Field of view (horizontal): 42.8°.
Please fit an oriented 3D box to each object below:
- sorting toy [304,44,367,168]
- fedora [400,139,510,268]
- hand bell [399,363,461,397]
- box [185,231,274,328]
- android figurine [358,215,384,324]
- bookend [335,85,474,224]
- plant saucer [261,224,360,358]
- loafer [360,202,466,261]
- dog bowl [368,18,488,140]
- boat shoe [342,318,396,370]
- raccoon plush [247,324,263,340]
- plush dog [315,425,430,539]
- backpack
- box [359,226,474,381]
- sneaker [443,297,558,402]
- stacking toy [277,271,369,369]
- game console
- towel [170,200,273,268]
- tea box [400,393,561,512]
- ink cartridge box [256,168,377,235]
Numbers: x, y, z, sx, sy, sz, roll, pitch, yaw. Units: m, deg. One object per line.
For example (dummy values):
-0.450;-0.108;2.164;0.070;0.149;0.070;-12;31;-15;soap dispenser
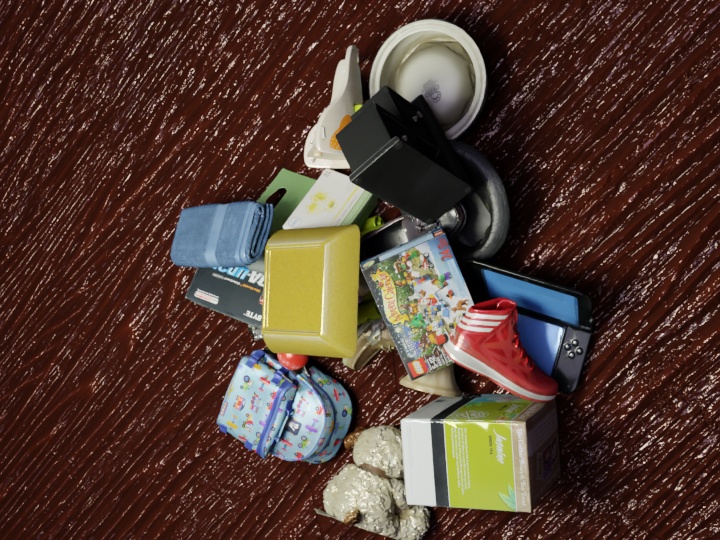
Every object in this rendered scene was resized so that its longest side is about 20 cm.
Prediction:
-0.027;-0.266;1.496;0.106;0.200;0.182;4;89;-9;sorting toy
0.158;-0.108;1.446;0.199;0.091;0.203;7;103;29;fedora
0.132;0.094;1.489;0.103;0.104;0.202;11;90;24;hand bell
-0.180;0.009;1.566;0.199;0.046;0.160;19;81;21;box
0.000;0.000;1.528;0.199;0.041;0.184;-19;60;33;android figurine
0.043;-0.194;1.329;0.092;0.198;0.201;-38;55;22;bookend
-0.089;0.031;1.425;0.199;0.048;0.202;-1;85;44;plant saucer
0.070;-0.052;1.417;0.199;0.063;0.072;-22;89;33;loafer
0.116;-0.294;1.468;0.198;0.074;0.202;2;94;25;dog bowl
0.046;0.099;1.531;0.066;0.074;0.200;45;111;21;boat shoe
-0.119;0.049;1.607;0.198;0.097;0.135;-7;83;16;raccoon plush
0.025;0.343;1.534;0.198;0.160;0.173;12;76;25;plush dog
-0.124;0.246;1.591;0.199;0.134;0.184;32;106;19;backpack
0.100;0.053;1.395;0.136;0.038;0.201;-24;109;2;box
0.233;0.115;1.374;0.199;0.078;0.116;24;104;-20;sneaker
-0.069;0.080;1.481;0.085;0.085;0.201;40;109;18;stacking toy
0.247;0.088;1.410;0.199;0.116;0.178;18;101;24;game console
-0.231;-0.057;1.528;0.199;0.048;0.113;0;69;40;towel
0.189;0.271;1.405;0.195;0.200;0.135;-2;94;24;tea box
-0.090;-0.110;1.550;0.199;0.048;0.146;23;59;21;ink cartridge box
